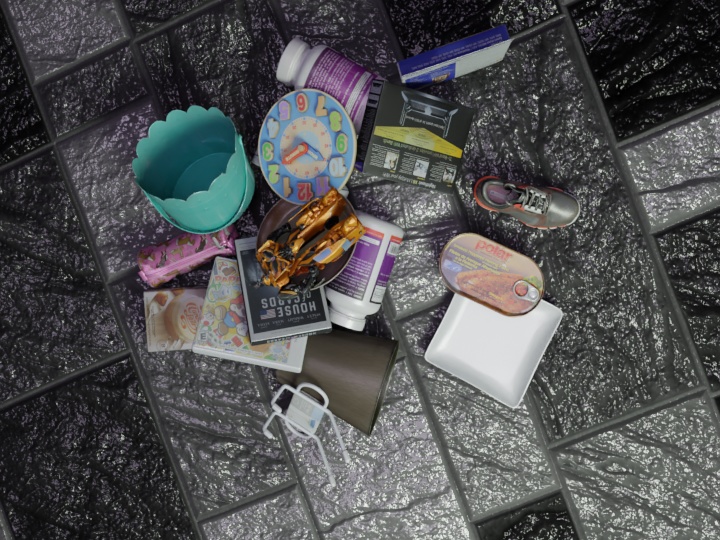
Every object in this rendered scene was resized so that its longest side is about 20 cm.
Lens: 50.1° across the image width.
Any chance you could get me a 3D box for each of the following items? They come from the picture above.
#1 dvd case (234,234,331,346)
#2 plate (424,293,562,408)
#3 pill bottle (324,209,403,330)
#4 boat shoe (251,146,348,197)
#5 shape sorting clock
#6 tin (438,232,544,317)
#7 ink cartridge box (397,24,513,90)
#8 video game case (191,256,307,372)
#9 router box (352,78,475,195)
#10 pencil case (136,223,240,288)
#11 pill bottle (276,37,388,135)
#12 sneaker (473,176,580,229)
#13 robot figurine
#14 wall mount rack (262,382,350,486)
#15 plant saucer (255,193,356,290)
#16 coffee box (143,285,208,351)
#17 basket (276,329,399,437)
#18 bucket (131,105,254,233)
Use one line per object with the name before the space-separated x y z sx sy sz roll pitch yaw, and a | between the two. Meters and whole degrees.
dvd case | -0.141 0.026 1.388 0.146 0.025 0.205 -9 64 -11
plate | 0.245 0.119 1.429 0.196 0.032 0.204 27 95 6
pill bottle | 0.000 0.000 1.412 0.110 0.112 0.205 19 94 5
boat shoe | -0.106 -0.197 1.441 0.196 0.071 0.071 25 98 12
shape sorting clock | -0.098 -0.218 1.368 0.195 0.039 0.206 4 100 23
tin | 0.236 0.007 1.394 0.196 0.042 0.114 25 97 6
ink cartridge box | 0.160 -0.368 1.335 0.192 0.200 0.048 -17 91 7
video game case | -0.185 0.076 1.382 0.194 0.023 0.186 11 62 -1
router box | 0.095 -0.234 1.366 0.195 0.052 0.162 10 101 -28
pencil case | -0.324 -0.035 1.459 0.195 0.087 0.085 -21 75 7
pill bottle | -0.051 -0.339 1.405 0.197 0.112 0.114 30 95 4
sneaker | 0.300 -0.121 1.388 0.194 0.082 0.079 11 93 6
robot figurine | -0.095 -0.045 1.316 0.198 0.058 0.146 -38 58 0
wall mount rack | -0.090 0.294 1.395 0.171 0.202 0.075 31 53 6
plant saucer | -0.092 -0.052 1.370 0.194 0.032 0.206 -7 64 15
coffee box | -0.303 0.087 1.466 0.194 0.080 0.118 -5 91 7
basket | -0.046 0.185 1.419 0.195 0.136 0.185 18 95 9
bucket | -0.293 -0.176 1.394 0.201 0.135 0.213 -7 62 13
